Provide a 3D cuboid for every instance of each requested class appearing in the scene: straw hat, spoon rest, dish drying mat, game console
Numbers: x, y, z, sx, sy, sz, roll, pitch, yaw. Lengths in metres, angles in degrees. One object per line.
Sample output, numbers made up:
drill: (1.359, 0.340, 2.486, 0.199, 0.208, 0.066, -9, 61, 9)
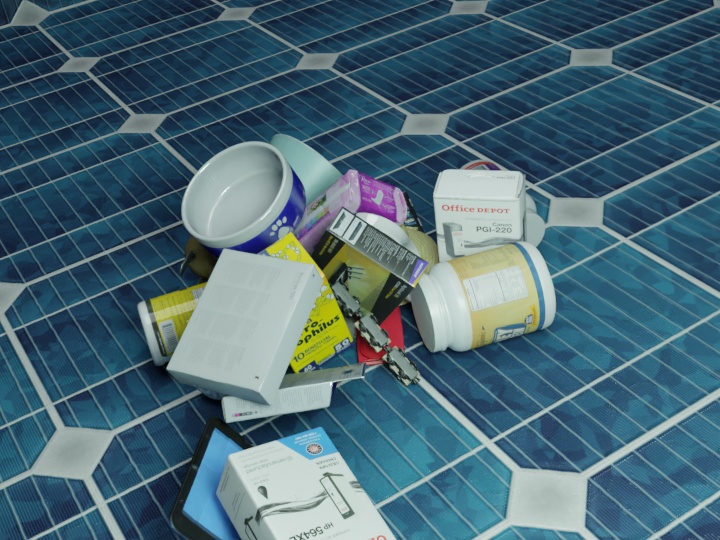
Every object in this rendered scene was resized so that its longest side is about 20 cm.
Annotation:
straw hat: (0.046, -0.038, 1.678, 0.200, 0.085, 0.201, -3, 45, 3)
spoon rest: (0.060, -0.023, 1.561, 0.060, 0.200, 0.100, -8, 55, 29)
dish drying mat: (0.030, 0.085, 1.623, 0.077, 0.018, 0.200, -6, 35, 2)
game console: (-0.129, 0.291, 1.273, 0.170, 0.119, 0.200, -6, 35, 15)

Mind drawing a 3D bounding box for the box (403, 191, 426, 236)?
box: (0.012, -0.074, 1.826, 0.199, 0.046, 0.159, -12, 36, -5)

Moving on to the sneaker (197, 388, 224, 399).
sneaker: (-0.208, 0.104, 1.535, 0.072, 0.072, 0.201, 11, 73, 18)

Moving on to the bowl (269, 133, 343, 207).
bowl: (-0.114, -0.142, 1.771, 0.201, 0.201, 0.105, 26, 70, 39)

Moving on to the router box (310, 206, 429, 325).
router box: (0.000, 0.000, 1.516, 0.157, 0.200, 0.052, 32, 64, -1)

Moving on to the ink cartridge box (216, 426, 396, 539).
ink cartridge box: (-0.065, 0.308, 1.200, 0.146, 0.084, 0.200, -11, 47, -36)

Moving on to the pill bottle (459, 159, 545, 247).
pill bottle: (0.252, -0.113, 1.777, 0.111, 0.112, 0.200, -18, 37, -13)

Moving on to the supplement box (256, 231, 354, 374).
supplement box: (-0.100, 0.058, 1.498, 0.109, 0.200, 0.110, -34, 53, -9)

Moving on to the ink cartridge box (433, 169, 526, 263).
ink cartridge box: (0.205, -0.064, 1.639, 0.145, 0.200, 0.085, 3, 36, 15)

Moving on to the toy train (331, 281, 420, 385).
toy train: (0.020, 0.101, 1.509, 0.034, 0.046, 0.200, -38, 82, -23)

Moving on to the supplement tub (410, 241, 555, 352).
supplement tub: (0.191, 0.045, 1.537, 0.199, 0.145, 0.145, -15, 35, -9)

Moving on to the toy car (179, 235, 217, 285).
toy car: (-0.248, -0.033, 1.735, 0.157, 0.165, 0.200, 14, 50, 29)

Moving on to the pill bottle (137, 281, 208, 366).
pill bottle: (-0.259, 0.078, 1.611, 0.199, 0.112, 0.111, -16, 36, -13)

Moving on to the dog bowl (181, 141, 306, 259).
dog bowl: (-0.193, -0.112, 1.616, 0.200, 0.079, 0.201, -14, 52, 19)

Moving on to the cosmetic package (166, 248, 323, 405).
cosmetic package: (-0.157, 0.074, 1.348, 0.150, 0.052, 0.200, 9, 62, 26)

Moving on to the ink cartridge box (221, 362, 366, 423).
ink cartridge box: (-0.088, 0.176, 1.415, 0.199, 0.043, 0.196, -7, 0, 2)

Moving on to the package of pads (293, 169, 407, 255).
package of pads: (-0.029, -0.074, 1.609, 0.120, 0.200, 0.076, 19, 50, -35)
